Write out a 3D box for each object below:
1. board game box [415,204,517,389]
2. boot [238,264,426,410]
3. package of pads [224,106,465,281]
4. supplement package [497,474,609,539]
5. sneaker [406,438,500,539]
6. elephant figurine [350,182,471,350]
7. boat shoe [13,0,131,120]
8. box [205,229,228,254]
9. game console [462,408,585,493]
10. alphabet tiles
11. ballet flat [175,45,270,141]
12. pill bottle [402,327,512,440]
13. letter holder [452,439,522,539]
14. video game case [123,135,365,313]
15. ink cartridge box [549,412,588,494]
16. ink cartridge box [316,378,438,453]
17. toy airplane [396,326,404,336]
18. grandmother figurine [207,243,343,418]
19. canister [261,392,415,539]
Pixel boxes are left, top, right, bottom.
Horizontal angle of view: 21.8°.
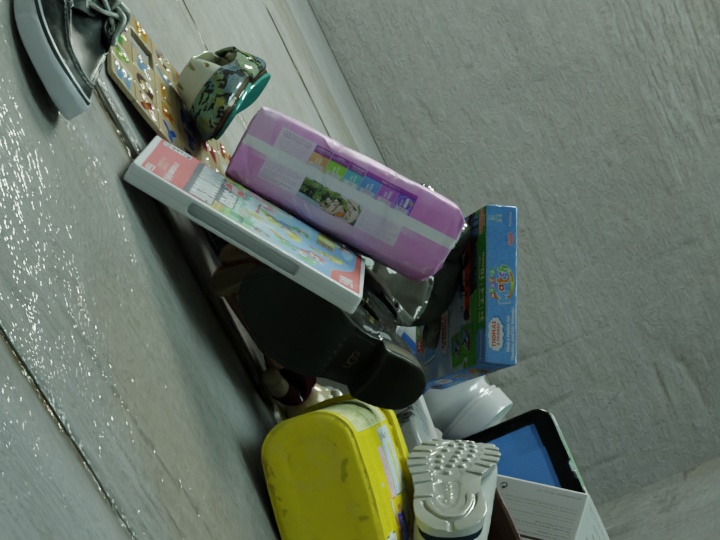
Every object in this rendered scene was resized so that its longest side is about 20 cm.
[{"bbox_3d":[0.101,0.030,1.827,0.200,0.037,0.151,148,-55,-70],"label":"board game box"},{"bbox_3d":[-0.032,0.023,1.541,0.200,0.069,0.174,37,18,-29],"label":"boot"},{"bbox_3d":[-0.012,-0.061,1.576,0.200,0.076,0.121,27,-4,0],"label":"package of pads"},{"bbox_3d":[0.148,0.315,1.790,0.121,0.120,0.200,60,45,-56],"label":"supplement package"},{"bbox_3d":[0.074,0.199,1.522,0.200,0.076,0.081,-61,149,-69],"label":"sneaker"},{"bbox_3d":[0.000,0.000,1.740,0.155,0.142,0.200,48,37,17],"label":"elephant figurine"},{"bbox_3d":[-0.197,-0.182,1.306,0.199,0.068,0.074,-104,169,-53],"label":"boat shoe"},{"bbox_3d":[-0.102,-0.020,1.706,0.121,0.032,0.200,-105,169,-52],"label":"box"},{"bbox_3d":[0.138,0.266,1.931,0.171,0.200,0.118,-102,166,-58],"label":"game console"},{"bbox_3d":[-0.160,-0.138,1.610,0.200,0.008,0.167,52,13,-33],"label":"alphabet tiles"},{"bbox_3d":[-0.130,-0.161,1.657,0.200,0.074,0.074,-72,138,-78],"label":"ballet flat"},{"bbox_3d":[0.066,0.103,2.031,0.200,0.112,0.112,46,2,12],"label":"pill bottle"},{"bbox_3d":[0.074,0.267,1.649,0.101,0.142,0.200,-32,99,-84],"label":"letter holder"},{"bbox_3d":[-0.086,-0.038,1.459,0.200,0.017,0.143,31,11,-5],"label":"video game case"},{"bbox_3d":[0.148,0.263,2.036,0.084,0.200,0.146,-81,147,-84],"label":"ink cartridge box"},{"bbox_3d":[0.036,0.190,1.867,0.146,0.084,0.200,55,14,-65],"label":"ink cartridge box"},{"bbox_3d":[-0.011,-0.002,1.899,0.200,0.141,0.199,43,25,-76],"label":"toy airplane"},{"bbox_3d":[-0.067,0.067,1.599,0.200,0.061,0.121,66,33,-31],"label":"grandmother figurine"},{"bbox_3d":[-0.012,0.176,1.485,0.200,0.086,0.149,7,66,-81],"label":"canister"}]
